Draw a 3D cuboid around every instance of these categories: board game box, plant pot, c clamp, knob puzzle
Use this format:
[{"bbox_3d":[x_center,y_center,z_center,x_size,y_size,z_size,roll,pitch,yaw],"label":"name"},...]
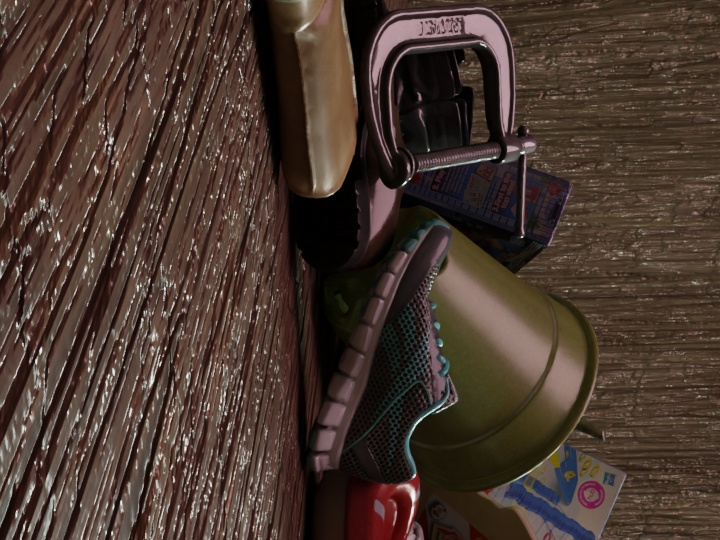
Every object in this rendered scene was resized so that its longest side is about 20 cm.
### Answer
[{"bbox_3d":[0.057,-0.064,1.449,0.200,0.198,0.062,131,-17,-73],"label":"board game box"},{"bbox_3d":[0.066,0.049,1.386,0.190,0.199,0.201,46,32,-37],"label":"plant pot"},{"bbox_3d":[0.116,0.236,1.541,0.056,0.194,0.202,62,52,-80],"label":"board game box"},{"bbox_3d":[0.067,-0.105,1.193,0.199,0.027,0.173,-5,99,-49],"label":"c clamp"},{"bbox_3d":[0.100,0.284,1.448,0.030,0.218,0.223,-9,98,-54],"label":"knob puzzle"}]

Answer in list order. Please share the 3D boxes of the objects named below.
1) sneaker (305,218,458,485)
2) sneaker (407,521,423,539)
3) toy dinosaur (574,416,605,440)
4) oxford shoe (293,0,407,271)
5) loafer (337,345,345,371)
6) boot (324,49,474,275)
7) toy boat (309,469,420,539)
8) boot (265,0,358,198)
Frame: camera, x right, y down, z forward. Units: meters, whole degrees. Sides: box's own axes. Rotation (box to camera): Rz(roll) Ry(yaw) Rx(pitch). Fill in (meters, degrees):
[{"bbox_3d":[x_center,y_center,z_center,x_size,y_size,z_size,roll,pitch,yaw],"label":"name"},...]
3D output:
[{"bbox_3d":[0.034,0.063,1.208,0.078,0.090,0.202,-95,-153,-86],"label":"sneaker"},{"bbox_3d":[0.015,0.215,1.402,0.075,0.080,0.202,-80,166,-63],"label":"sneaker"},{"bbox_3d":[0.116,0.120,1.506,0.047,0.197,0.089,-61,143,-81],"label":"toy dinosaur"},{"bbox_3d":[-0.002,-0.100,1.194,0.084,0.072,0.203,3,94,-56],"label":"oxford shoe"},{"bbox_3d":[0.016,0.093,1.533,0.201,0.067,0.077,-86,172,-57],"label":"loafer"},{"bbox_3d":[0.023,-0.085,1.263,0.070,0.130,0.202,-87,173,-56],"label":"boot"},{"bbox_3d":[0.030,0.228,1.230,0.131,0.129,0.202,84,6,-49],"label":"toy boat"},{"bbox_3d":[-0.031,-0.177,1.073,0.201,0.065,0.176,82,20,-51],"label":"boot"}]
